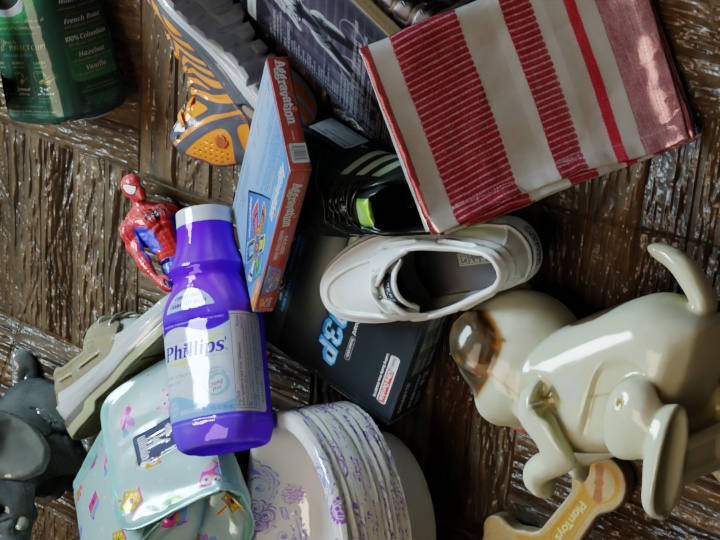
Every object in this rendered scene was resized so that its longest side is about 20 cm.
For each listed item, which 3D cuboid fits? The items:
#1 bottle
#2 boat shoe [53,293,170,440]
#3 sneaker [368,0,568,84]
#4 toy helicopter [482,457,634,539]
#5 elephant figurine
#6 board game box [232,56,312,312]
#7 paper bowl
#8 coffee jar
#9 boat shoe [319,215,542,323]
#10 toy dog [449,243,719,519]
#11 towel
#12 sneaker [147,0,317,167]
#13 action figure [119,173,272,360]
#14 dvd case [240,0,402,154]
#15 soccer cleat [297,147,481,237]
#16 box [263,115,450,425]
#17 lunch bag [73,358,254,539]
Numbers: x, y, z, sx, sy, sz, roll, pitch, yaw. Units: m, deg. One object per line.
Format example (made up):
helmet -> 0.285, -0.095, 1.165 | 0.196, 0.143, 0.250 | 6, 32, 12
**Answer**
bottle -> -0.119, 0.048, 1.511 | 0.084, 0.065, 0.200 | -13, 75, 30
boat shoe -> -0.214, 0.071, 1.662 | 0.200, 0.075, 0.068 | -43, 69, 31
sneaker -> 0.060, -0.144, 1.357 | 0.200, 0.076, 0.116 | 32, 129, 23
toy helicopter -> 0.154, 0.227, 1.445 | 0.132, 0.079, 0.200 | 44, 117, 24
elephant figurine -> -0.328, 0.188, 1.718 | 0.155, 0.200, 0.142 | 18, 120, 32
board game box -> -0.070, -0.062, 1.425 | 0.200, 0.019, 0.103 | 110, 153, -57
paper bowl -> -0.010, 0.206, 1.511 | 0.201, 0.104, 0.201 | 173, 90, -67
coffee jar -> -0.265, -0.227, 1.568 | 0.104, 0.085, 0.200 | 8, 114, 44
boat shoe -> 0.038, 0.003, 1.381 | 0.200, 0.065, 0.074 | -19, 97, 40
toy dog -> 0.158, 0.074, 1.332 | 0.200, 0.140, 0.194 | 10, 114, 37
towel -> 0.116, -0.122, 1.272 | 0.200, 0.023, 0.144 | -21, 96, 0
sneaker -> -0.132, -0.159, 1.497 | 0.200, 0.078, 0.112 | 53, 130, 8
action figure -> -0.149, 0.002, 1.585 | 0.200, 0.065, 0.052 | 56, 157, 11
dvd case -> -0.023, -0.180, 1.389 | 0.200, 0.016, 0.149 | 46, 160, 19
soccer cleat -> 0.010, -0.054, 1.367 | 0.200, 0.081, 0.068 | -1, 105, 39
box -> 0.000, 0.000, 1.483 | 0.159, 0.046, 0.200 | 34, 126, 23
lunch bag -> -0.167, 0.189, 1.611 | 0.200, 0.122, 0.170 | -60, 31, 34
